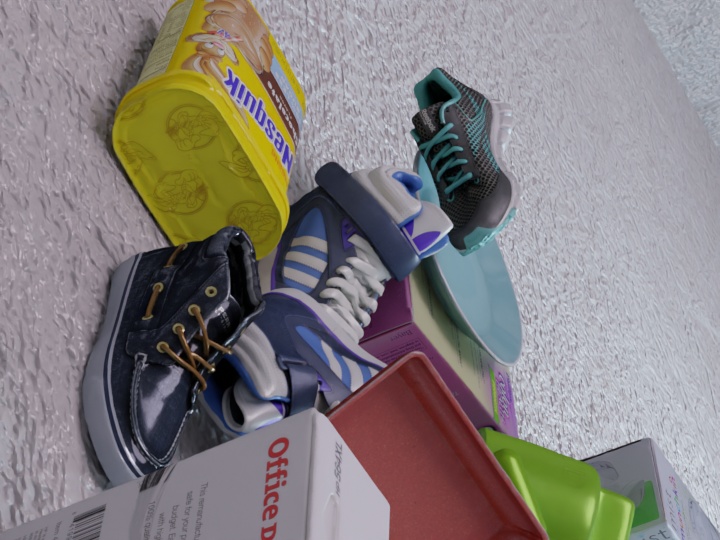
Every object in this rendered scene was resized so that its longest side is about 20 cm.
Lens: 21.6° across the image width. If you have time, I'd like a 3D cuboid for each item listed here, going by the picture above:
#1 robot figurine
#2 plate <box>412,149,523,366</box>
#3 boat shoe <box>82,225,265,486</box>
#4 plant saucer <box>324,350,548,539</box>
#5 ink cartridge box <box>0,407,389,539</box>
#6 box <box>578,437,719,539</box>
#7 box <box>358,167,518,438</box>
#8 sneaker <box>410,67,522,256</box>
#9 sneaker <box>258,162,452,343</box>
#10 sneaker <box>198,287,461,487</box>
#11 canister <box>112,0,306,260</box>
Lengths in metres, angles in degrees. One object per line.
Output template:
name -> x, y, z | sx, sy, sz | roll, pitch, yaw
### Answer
robot figurine -> 0.112, 0.191, 1.501 | 0.175, 0.200, 0.116 | 122, -13, -68
plate -> 0.084, -0.009, 1.589 | 0.200, 0.026, 0.200 | 54, 23, -36
boat shoe -> -0.114, 0.049, 1.181 | 0.071, 0.091, 0.200 | 53, 24, -36
plant saucer -> 0.000, 0.172, 1.244 | 0.200, 0.200, 0.037 | 56, -6, -32
ink cartridge box -> -0.089, 0.174, 0.938 | 0.084, 0.200, 0.146 | 55, 23, -33
box -> 0.201, 0.254, 1.641 | 0.176, 0.200, 0.097 | 51, 25, -42
box -> 0.043, 0.049, 1.601 | 0.200, 0.097, 0.176 | 49, 26, -41
sneaker -> 0.076, -0.093, 1.544 | 0.091, 0.078, 0.200 | 38, 28, -27
sneaker -> 0.000, 0.000, 1.436 | 0.081, 0.146, 0.200 | 53, 23, -39
sneaker -> -0.031, 0.102, 1.265 | 0.200, 0.081, 0.146 | 43, 31, 8
canister -> -0.105, -0.112, 1.396 | 0.149, 0.087, 0.200 | 59, 19, -25
